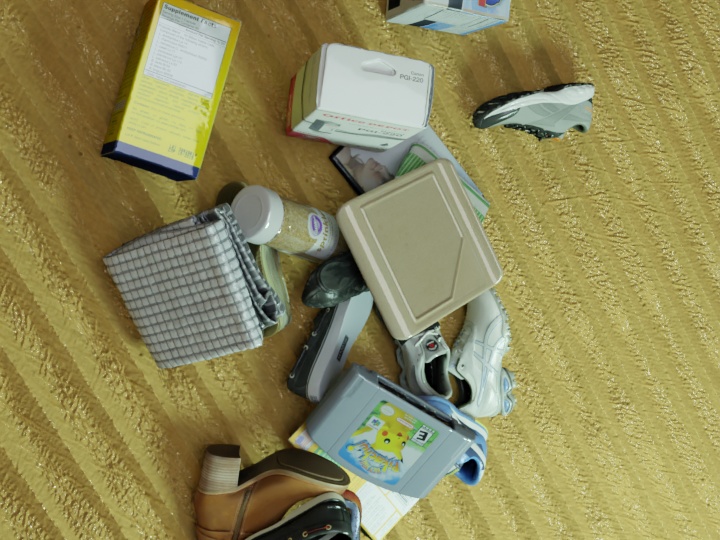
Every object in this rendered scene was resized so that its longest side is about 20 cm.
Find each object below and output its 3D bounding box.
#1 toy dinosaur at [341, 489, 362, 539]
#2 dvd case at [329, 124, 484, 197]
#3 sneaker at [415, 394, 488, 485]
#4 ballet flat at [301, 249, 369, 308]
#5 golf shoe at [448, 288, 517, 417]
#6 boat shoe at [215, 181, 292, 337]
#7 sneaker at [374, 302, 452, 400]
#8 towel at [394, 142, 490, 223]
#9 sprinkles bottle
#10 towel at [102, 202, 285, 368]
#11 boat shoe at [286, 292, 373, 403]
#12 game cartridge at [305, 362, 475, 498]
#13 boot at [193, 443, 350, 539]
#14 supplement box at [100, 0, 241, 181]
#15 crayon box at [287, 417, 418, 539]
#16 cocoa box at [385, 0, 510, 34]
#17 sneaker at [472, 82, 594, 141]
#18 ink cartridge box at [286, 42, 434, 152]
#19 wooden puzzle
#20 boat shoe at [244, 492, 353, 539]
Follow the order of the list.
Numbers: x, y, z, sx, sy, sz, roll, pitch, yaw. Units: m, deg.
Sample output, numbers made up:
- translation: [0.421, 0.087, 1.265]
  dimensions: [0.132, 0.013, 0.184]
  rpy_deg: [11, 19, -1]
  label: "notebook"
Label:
- translation: [-0.030, 0.386, 1.507]
  dimensions: [0.103, 0.200, 0.184]
  rpy_deg: [12, 78, 14]
  label: "toy dinosaur"
- translation: [0.066, -0.128, 1.565]
  dimensions: [0.143, 0.017, 0.201]
  rpy_deg: [-45, 108, -15]
  label: "dvd case"
- translation: [0.107, 0.229, 1.532]
  dimensions: [0.199, 0.073, 0.083]
  rpy_deg: [30, 49, -36]
  label: "sneaker"
- translation: [0.000, 0.000, 1.479]
  dimensions: [0.198, 0.057, 0.067]
  rpy_deg: [-17, 78, -43]
  label: "ballet flat"
- translation: [0.160, 0.110, 1.586]
  dimensions: [0.096, 0.078, 0.204]
  rpy_deg: [-9, 95, -15]
  label: "golf shoe"
- translation: [-0.135, -0.017, 1.469]
  dimensions: [0.063, 0.072, 0.204]
  rpy_deg: [-27, 101, -63]
  label: "boat shoe"
- translation: [0.082, 0.086, 1.541]
  dimensions: [0.073, 0.088, 0.203]
  rpy_deg: [-25, 101, -26]
  label: "sneaker"
- translation: [0.090, -0.060, 1.518]
  dimensions: [0.152, 0.023, 0.202]
  rpy_deg: [40, 56, -19]
  label: "towel"
- translation: [-0.080, -0.052, 1.433]
  dimensions: [0.199, 0.067, 0.069]
  rpy_deg: [18, 84, -55]
  label: "sprinkles bottle"
- translation: [-0.199, 0.019, 1.374]
  dimensions: [0.085, 0.198, 0.168]
  rpy_deg: [-36, 106, -52]
  label: "towel"
- translation: [-0.039, 0.079, 1.506]
  dimensions: [0.202, 0.056, 0.069]
  rpy_deg: [-66, 152, -22]
  label: "boat shoe"
- translation: [0.035, 0.215, 1.468]
  dimensions: [0.198, 0.041, 0.134]
  rpy_deg: [31, 117, -17]
  label: "game cartridge"
- translation: [-0.117, 0.311, 1.459]
  dimensions: [0.196, 0.074, 0.157]
  rpy_deg: [8, 105, 3]
  label: "boot"
- translation: [-0.234, -0.223, 1.390]
  dimensions: [0.107, 0.109, 0.203]
  rpy_deg: [18, 86, -22]
  label: "supplement box"
- translation: [-0.002, 0.252, 1.535]
  dimensions: [0.126, 0.051, 0.201]
  rpy_deg: [-43, 107, -15]
  label: "crayon box"
- translation: [0.124, -0.432, 1.513]
  dimensions: [0.129, 0.133, 0.204]
  rpy_deg: [5, 91, -23]
  label: "cocoa box"
- translation: [0.251, -0.219, 1.609]
  dimensions: [0.197, 0.074, 0.081]
  rpy_deg: [-11, 101, -21]
  label: "sneaker"
- translation: [-0.005, -0.213, 1.423]
  dimensions: [0.143, 0.200, 0.086]
  rpy_deg: [8, 84, -14]
  label: "ink cartridge box"
- translation: [0.077, -0.030, 1.467]
  dimensions: [0.198, 0.037, 0.187]
  rpy_deg: [-27, 92, -34]
  label: "wooden puzzle"
- translation: [-0.096, 0.359, 1.423]
  dimensions: [0.200, 0.064, 0.074]
  rpy_deg: [-35, 133, 13]
  label: "boat shoe"
